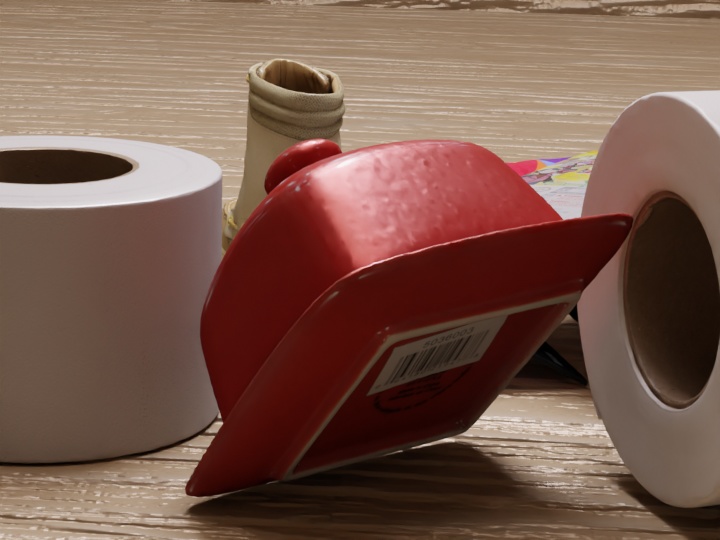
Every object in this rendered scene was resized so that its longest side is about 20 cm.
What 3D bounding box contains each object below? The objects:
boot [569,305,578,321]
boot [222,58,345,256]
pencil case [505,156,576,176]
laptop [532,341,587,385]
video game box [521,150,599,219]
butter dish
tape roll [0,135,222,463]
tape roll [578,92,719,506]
[{"bbox_3d":[0.250,0.014,1.349,0.199,0.077,0.168,-11,16,-28],"label":"boot"},{"bbox_3d":[-0.057,-0.070,1.489,0.072,0.156,0.200,-2,14,-13],"label":"boot"},{"bbox_3d":[0.127,-0.041,1.554,0.199,0.089,0.088,-5,15,-20],"label":"pencil case"},{"bbox_3d":[0.009,0.047,1.333,0.199,0.104,0.177,-27,17,-5],"label":"laptop"},{"bbox_3d":[0.165,-0.032,1.327,0.199,0.047,0.182,6,21,45],"label":"video game box"},{"bbox_3d":[0.000,0.000,1.075,0.199,0.200,0.148,-11,61,-38],"label":"butter dish"},{"bbox_3d":[-0.176,0.009,1.193,0.202,0.140,0.203,2,14,-1],"label":"tape roll"},{"bbox_3d":[0.211,0.011,1.070,0.139,0.204,0.203,-4,15,-19],"label":"tape roll"}]
